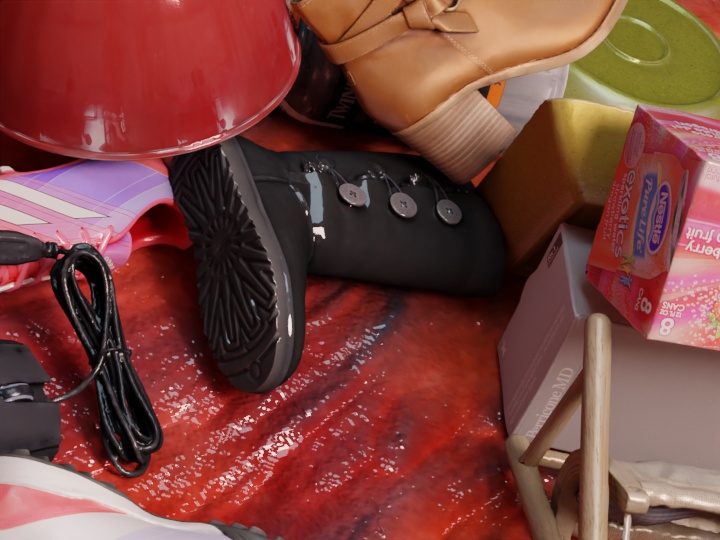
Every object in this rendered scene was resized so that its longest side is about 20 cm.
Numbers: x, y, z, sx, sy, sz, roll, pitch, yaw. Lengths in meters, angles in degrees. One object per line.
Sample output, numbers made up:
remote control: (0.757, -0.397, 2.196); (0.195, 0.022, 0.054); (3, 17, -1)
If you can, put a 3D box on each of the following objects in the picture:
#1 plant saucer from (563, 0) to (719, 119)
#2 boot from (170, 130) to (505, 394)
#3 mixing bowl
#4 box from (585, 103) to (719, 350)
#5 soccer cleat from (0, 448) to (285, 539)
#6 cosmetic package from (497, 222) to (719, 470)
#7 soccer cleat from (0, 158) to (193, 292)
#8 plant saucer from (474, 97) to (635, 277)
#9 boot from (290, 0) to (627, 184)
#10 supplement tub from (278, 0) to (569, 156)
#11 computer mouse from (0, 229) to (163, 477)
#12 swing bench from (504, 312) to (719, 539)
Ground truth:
plant saucer: (0.193, -0.156, 1.456); (0.199, 0.031, 0.201); (14, 40, -12)
boot: (0.000, -0.001, 1.161); (0.199, 0.066, 0.166); (9, 56, -41)
mixing bowl: (-0.132, -0.166, 1.135); (0.198, 0.109, 0.201); (1, 41, -1)
box: (0.234, -0.011, 1.069); (0.199, 0.103, 0.095); (10, 19, -19)
soccer cleat: (-0.095, 0.151, 0.958); (0.199, 0.068, 0.074); (21, 63, -10)
cosmetic package: (0.188, 0.055, 1.161); (0.199, 0.107, 0.091); (10, 40, -14)
soccer cleat: (-0.171, -0.018, 1.099); (0.076, 0.067, 0.200); (44, 41, 16)
plant saucer: (0.174, -0.026, 1.193); (0.198, 0.200, 0.049); (13, 71, -8)
boot: (0.065, -0.170, 1.191); (0.155, 0.074, 0.200); (44, 73, -19)
supplement tub: (0.024, -0.146, 1.289); (0.199, 0.123, 0.123); (8, 42, -17)
computer mouse: (-0.194, 0.041, 1.000); (0.199, 0.046, 0.141); (-5, 69, -31)
swing bench: (0.193, 0.150, 1.045); (0.198, 0.130, 0.201); (12, 46, -15)
